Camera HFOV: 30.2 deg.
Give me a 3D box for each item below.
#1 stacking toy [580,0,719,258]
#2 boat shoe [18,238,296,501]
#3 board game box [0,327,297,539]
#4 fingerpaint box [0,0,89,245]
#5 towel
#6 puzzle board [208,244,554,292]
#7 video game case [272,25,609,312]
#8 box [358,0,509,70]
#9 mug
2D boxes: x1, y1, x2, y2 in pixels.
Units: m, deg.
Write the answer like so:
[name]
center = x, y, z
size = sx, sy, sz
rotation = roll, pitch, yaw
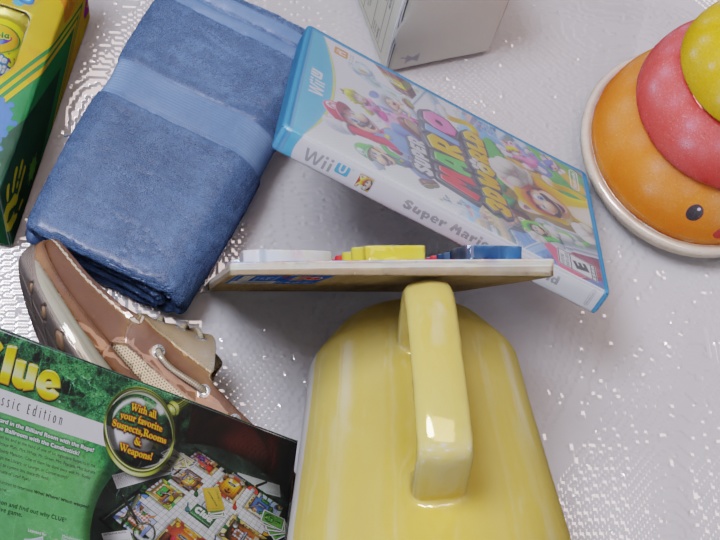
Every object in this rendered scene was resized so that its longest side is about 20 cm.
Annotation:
[stacking toy]
center = 0.220, -0.110, 0.772
size = 0.143, 0.201, 0.148
rotation = 3, 65, -7
[boat shoe]
center = -0.109, 0.063, 0.715
size = 0.071, 0.076, 0.201
rotation = -35, 85, -26
[board game box]
center = -0.111, 0.101, 0.603
size = 0.199, 0.023, 0.106
rotation = 28, 64, -40
[fingerpaint box]
center = -0.274, -0.125, 0.767
size = 0.197, 0.074, 0.169
rotation = 14, 64, -3
[towel]
center = -0.107, -0.076, 0.787
size = 0.110, 0.049, 0.202
rotation = 26, 63, 0
[puzzle board]
center = 0.000, 0.000, 0.690
size = 0.148, 0.200, 0.018
rotation = 1, 87, -9
[video game case]
center = 0.048, -0.062, 0.759
size = 0.198, 0.018, 0.144
rotation = 26, 30, -12
[box]
center = 0.026, -0.241, 0.860
size = 0.077, 0.095, 0.203
rotation = -13, 70, -15
[mug]
center = 0.041, 0.092, 0.671
size = 0.148, 0.186, 0.155
rotation = 17, 52, -28
